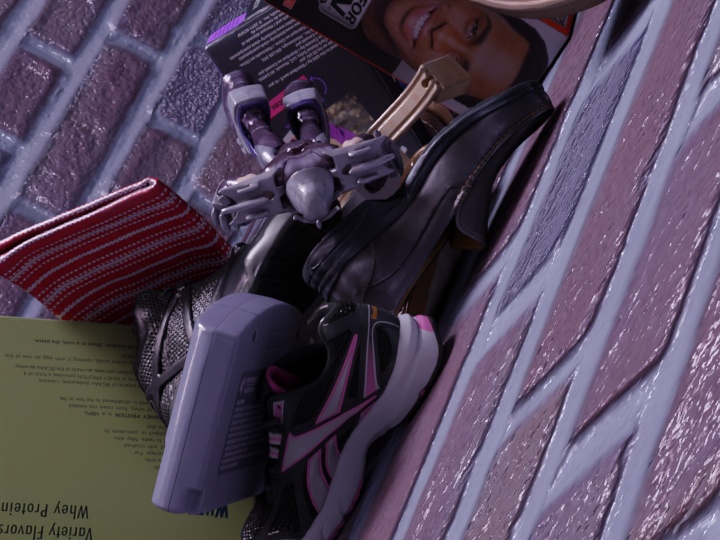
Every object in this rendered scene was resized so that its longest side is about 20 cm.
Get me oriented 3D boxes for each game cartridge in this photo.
[{"bbox_3d":[-0.079,0.081,1.515,0.200,0.040,0.134,5,-77,-79],"label":"game cartridge"}]

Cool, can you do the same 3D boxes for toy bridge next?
[{"bbox_3d":[0.008,-0.068,1.683,0.067,0.027,0.200,-24,-25,-45],"label":"toy bridge"}]

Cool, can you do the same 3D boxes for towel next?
[{"bbox_3d":[-0.157,0.009,1.697,0.144,0.200,0.023,-22,56,15],"label":"towel"}]

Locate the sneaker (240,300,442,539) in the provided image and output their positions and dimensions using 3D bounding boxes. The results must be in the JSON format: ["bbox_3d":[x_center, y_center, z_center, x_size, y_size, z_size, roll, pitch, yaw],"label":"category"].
[{"bbox_3d":[-0.033,0.094,1.505,0.201,0.086,0.080,-59,18,21],"label":"sneaker"}]

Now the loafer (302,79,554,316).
[{"bbox_3d":[0.057,-0.039,1.536,0.200,0.072,0.073,-44,-13,-3],"label":"loafer"}]

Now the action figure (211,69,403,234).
[{"bbox_3d":[-0.040,-0.072,1.572,0.200,0.129,0.070,-112,15,-64],"label":"action figure"}]

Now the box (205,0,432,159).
[{"bbox_3d":[-0.021,-0.121,1.815,0.106,0.201,0.122,-30,12,8],"label":"box"}]

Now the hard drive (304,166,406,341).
[{"bbox_3d":[0.000,0.000,1.734,0.132,0.026,0.200,-21,-27,-47],"label":"hard drive"}]

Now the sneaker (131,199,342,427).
[{"bbox_3d":[-0.095,0.015,1.652,0.076,0.114,0.200,17,-75,-51],"label":"sneaker"}]

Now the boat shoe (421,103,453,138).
[{"bbox_3d":[0.010,-0.068,2.015,0.200,0.070,0.070,-54,5,49],"label":"boat shoe"}]

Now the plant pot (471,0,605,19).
[{"bbox_3d":[0.135,-0.249,1.505,0.093,0.200,0.202,19,-77,-56],"label":"plant pot"}]

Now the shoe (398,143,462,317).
[{"bbox_3d":[0.035,0.012,1.592,0.070,0.053,0.201,2,63,47],"label":"shoe"}]

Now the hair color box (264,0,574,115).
[{"bbox_3d":[0.043,-0.192,1.691,0.102,0.199,0.061,-57,8,33],"label":"hair color box"}]

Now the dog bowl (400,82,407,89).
[{"bbox_3d":[0.023,-0.157,2.056,0.200,0.050,0.111,-39,-1,-25],"label":"dog bowl"}]

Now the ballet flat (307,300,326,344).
[{"bbox_3d":[-0.020,0.072,1.644,0.201,0.068,0.068,-63,8,-13],"label":"ballet flat"}]

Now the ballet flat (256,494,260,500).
[{"bbox_3d":[-0.074,0.172,1.754,0.068,0.046,0.200,-64,7,-25],"label":"ballet flat"}]

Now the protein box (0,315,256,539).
[{"bbox_3d":[-0.187,0.157,1.707,0.135,0.197,0.201,119,150,-53],"label":"protein box"}]
